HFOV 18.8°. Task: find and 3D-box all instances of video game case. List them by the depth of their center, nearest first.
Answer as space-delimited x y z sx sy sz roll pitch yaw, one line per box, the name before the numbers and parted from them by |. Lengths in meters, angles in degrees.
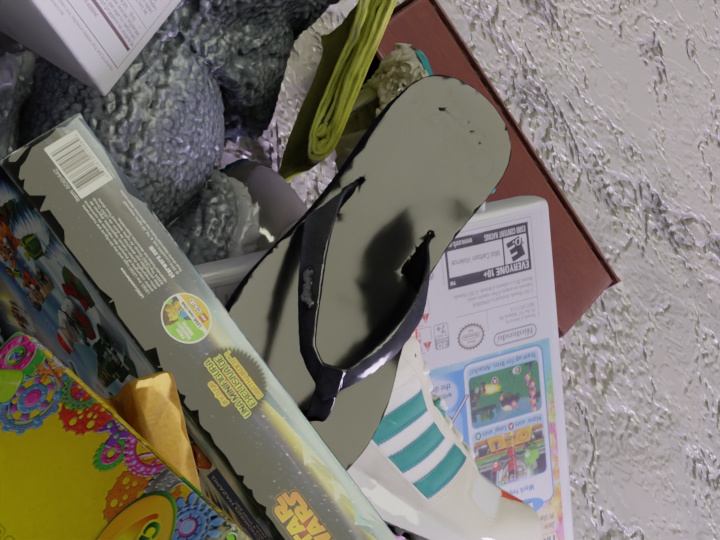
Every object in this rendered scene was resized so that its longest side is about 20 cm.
video game case | 0.011 0.071 0.992 0.200 0.024 0.182 -13 103 -34

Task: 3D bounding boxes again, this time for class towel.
towel | -0.017 -0.088 1.056 0.018 0.200 0.086 24 86 -6

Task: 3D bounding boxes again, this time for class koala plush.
koala plush | -0.101 -0.091 0.978 0.177 0.184 0.200 32 62 -20

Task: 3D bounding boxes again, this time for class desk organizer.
desk organizer | 0.052 -0.047 1.212 0.200 0.072 0.077 56 37 -6

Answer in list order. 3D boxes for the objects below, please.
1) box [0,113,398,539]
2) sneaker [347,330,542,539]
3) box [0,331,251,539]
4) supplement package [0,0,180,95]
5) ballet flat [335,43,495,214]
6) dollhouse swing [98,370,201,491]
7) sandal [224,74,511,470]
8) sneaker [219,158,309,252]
box | -0.077 0.055 0.800 0.040 0.137 0.200 -35 86 -30
sneaker | 0.017 0.062 0.935 0.200 0.070 0.094 27 86 -32
box | -0.087 0.164 0.622 0.122 0.200 0.193 35 -12 47
supplement package | -0.118 -0.211 0.864 0.152 0.200 0.151 32 -11 26
ballet flat | 0.017 -0.064 1.026 0.072 0.072 0.200 52 4 -11
dollhouse swing | -0.138 0.164 0.687 0.200 0.182 0.176 -14 71 -31
sandal | 0.000 -0.001 0.872 0.076 0.043 0.200 33 66 -12
sneaker | -0.005 0.028 1.074 0.200 0.081 0.076 59 36 0
